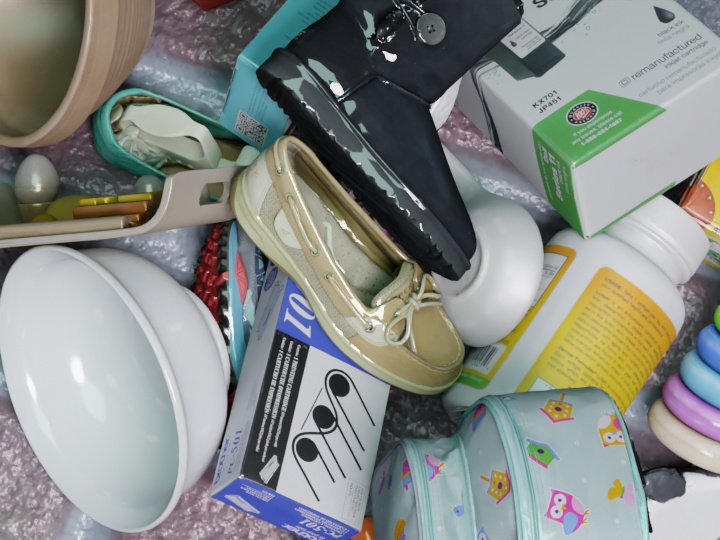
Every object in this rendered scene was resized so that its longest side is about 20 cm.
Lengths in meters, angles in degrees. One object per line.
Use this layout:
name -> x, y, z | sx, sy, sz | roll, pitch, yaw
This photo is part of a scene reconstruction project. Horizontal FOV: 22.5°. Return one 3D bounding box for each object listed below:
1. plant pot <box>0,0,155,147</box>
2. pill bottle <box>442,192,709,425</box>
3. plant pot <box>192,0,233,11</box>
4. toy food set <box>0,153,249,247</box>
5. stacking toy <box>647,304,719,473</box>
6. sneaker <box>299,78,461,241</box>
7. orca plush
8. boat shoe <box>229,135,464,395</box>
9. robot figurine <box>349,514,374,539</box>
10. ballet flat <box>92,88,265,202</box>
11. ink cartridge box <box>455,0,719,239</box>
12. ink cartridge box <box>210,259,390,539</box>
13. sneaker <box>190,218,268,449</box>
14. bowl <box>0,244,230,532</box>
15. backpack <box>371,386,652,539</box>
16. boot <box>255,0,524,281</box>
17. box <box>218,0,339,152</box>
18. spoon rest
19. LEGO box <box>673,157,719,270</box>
plant pot -> -0.209, -0.187, 1.275 | 0.092, 0.201, 0.202 | -3, 74, -41
pill bottle -> 0.155, 0.042, 1.251 | 0.111, 0.111, 0.200 | 35, 78, 6
plant pot -> -0.102, -0.304, 1.290 | 0.176, 0.200, 0.200 | -41, 82, 2
toy food set -> -0.185, -0.052, 1.213 | 0.199, 0.143, 0.061 | -4, 94, 19
stacking toy -> 0.270, 0.035, 1.227 | 0.085, 0.085, 0.201 | 22, 108, 3
sneaker -> 0.005, -0.108, 1.246 | 0.086, 0.080, 0.201 | 15, 92, -40
orca plush -> 0.174, 0.183, 1.258 | 0.200, 0.071, 0.105 | -38, 126, -6
boat shoe -> 0.001, -0.002, 1.192 | 0.201, 0.063, 0.073 | 49, 48, -3
robot figurine -> 0.033, 0.262, 1.195 | 0.143, 0.117, 0.201 | -23, 77, -23
ballet flat -> -0.101, -0.075, 1.288 | 0.199, 0.070, 0.068 | 21, 75, 2
ink cartridge box -> 0.154, -0.138, 1.263 | 0.146, 0.083, 0.200 | -33, 49, -9
ink cartridge box -> -0.030, 0.074, 1.202 | 0.094, 0.044, 0.201 | 28, 53, -21
sneaker -> -0.062, 0.058, 1.269 | 0.095, 0.079, 0.201 | -3, 74, -28
bowl -> -0.151, 0.067, 1.214 | 0.090, 0.201, 0.202 | -21, 77, -40
backpack -> 0.089, 0.162, 1.075 | 0.152, 0.200, 0.177 | 4, 63, -19
boot -> 0.052, -0.117, 1.187 | 0.168, 0.076, 0.200 | -44, 101, -11
box -> -0.021, -0.176, 1.278 | 0.049, 0.082, 0.200 | 34, 58, 5
spoon rest -> 0.070, -0.032, 1.261 | 0.099, 0.060, 0.200 | -51, 46, 26
LEGO box -> 0.339, -0.046, 1.297 | 0.199, 0.077, 0.149 | 30, 78, 4
